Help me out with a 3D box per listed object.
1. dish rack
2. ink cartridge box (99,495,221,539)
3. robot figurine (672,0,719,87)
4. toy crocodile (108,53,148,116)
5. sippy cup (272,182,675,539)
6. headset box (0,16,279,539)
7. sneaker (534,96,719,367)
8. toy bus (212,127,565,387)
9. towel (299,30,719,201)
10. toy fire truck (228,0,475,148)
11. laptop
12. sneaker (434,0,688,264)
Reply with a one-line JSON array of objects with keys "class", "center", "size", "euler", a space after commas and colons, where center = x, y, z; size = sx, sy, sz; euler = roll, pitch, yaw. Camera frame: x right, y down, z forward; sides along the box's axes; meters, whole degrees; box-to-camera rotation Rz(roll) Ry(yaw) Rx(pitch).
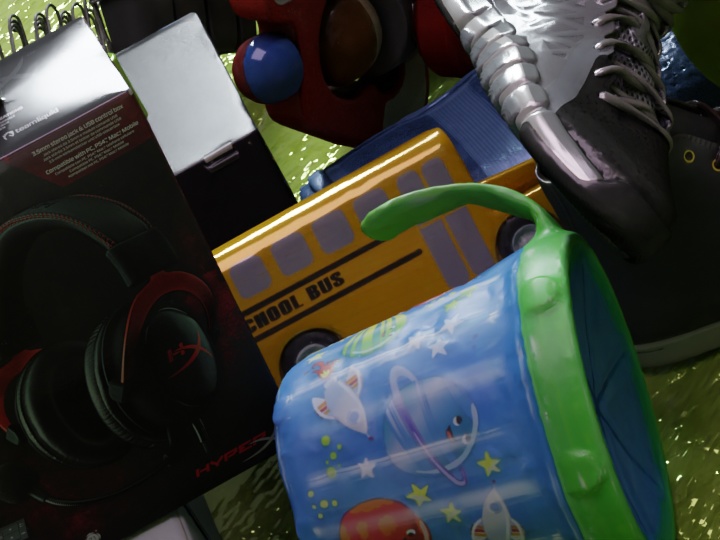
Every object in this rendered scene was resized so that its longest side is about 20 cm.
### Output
[{"class": "dish rack", "center": [-0.165, -0.118, 1.321], "size": [0.199, 0.055, 0.153], "euler": [-12, 2, 24]}, {"class": "ink cartridge box", "center": [-0.121, 0.153, 0.997], "size": [0.146, 0.083, 0.200], "euler": [-28, 36, 1]}, {"class": "robot figurine", "center": [0.217, -0.140, 1.066], "size": [0.199, 0.116, 0.175], "euler": [-19, 7, -26]}, {"class": "toy crocodile", "center": [-0.152, -0.021, 1.048], "size": [0.062, 0.068, 0.200], "euler": [2, 39, 38]}, {"class": "sippy cup", "center": [0.041, 0.066, 0.943], "size": [0.130, 0.140, 0.178], "euler": [-16, 39, 15]}, {"class": "headset box", "center": [-0.131, 0.011, 0.935], "size": [0.148, 0.200, 0.075], "euler": [-28, 35, -7]}, {"class": "sneaker", "center": [0.177, -0.041, 1.011], "size": [0.199, 0.106, 0.075], "euler": [-27, 36, 4]}, {"class": "toy bus", "center": [0.000, 0.000, 1.065], "size": [0.200, 0.078, 0.065], "euler": [-29, 3, -5]}, {"class": "towel", "center": [0.073, -0.059, 1.152], "size": [0.200, 0.049, 0.112], "euler": [-31, 37, -3]}, {"class": "toy fire truck", "center": [-0.013, -0.153, 1.169], "size": [0.112, 0.201, 0.168], "euler": [11, 25, 31]}, {"class": "laptop", "center": [-0.115, 0.004, 1.153], "size": [0.187, 0.200, 0.116], "euler": [-29, 1, 1]}, {"class": "sneaker", "center": [0.105, -0.094, 0.961], "size": [0.115, 0.075, 0.200], "euler": [-37, 38, 8]}]
